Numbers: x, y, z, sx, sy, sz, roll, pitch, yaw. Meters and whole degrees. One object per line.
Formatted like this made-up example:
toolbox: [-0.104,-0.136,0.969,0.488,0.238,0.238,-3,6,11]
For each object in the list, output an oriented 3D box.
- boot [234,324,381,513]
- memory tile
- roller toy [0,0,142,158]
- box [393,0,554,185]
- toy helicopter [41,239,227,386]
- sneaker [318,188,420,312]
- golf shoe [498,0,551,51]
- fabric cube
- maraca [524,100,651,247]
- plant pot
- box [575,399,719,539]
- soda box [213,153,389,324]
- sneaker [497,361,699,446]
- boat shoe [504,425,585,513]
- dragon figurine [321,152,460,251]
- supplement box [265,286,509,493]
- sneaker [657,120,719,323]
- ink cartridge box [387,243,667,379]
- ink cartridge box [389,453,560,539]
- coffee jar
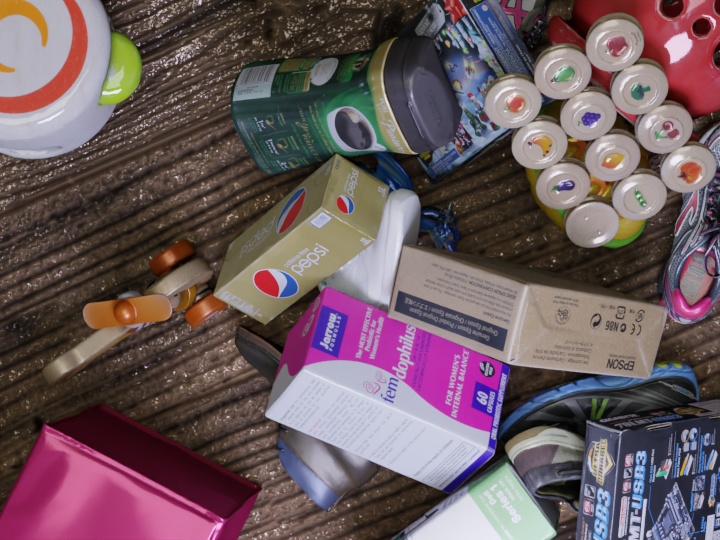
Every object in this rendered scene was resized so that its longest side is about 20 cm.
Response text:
boot: [-0.067,0.147,1.577,0.200,0.075,0.097,41,93,2]
memory tile: [0.211,-0.118,1.404,0.153,0.017,0.200,-28,122,16]
roller toy: [-0.327,-0.208,1.564,0.182,0.140,0.200,-38,85,-5]
box: [0.088,-0.175,1.495,0.040,0.200,0.137,-29,87,-28]
toy helicopter: [-0.229,0.052,1.563,0.200,0.132,0.079,-35,88,6]
sneaker: [0.000,0.000,1.527,0.088,0.075,0.200,21,130,9]
golf shoe: [0.144,-0.262,1.547,0.092,0.073,0.200,34,85,11]
fabric cube: [-0.235,0.267,1.536,0.196,0.200,0.200,28,94,6]
maraca: [0.206,-0.114,1.518,0.107,0.137,0.200,-33,83,43]
plant pot: [0.283,-0.228,1.470,0.200,0.200,0.183,42,103,4]
box: [0.280,0.228,1.483,0.050,0.198,0.201,13,103,50]
soda box: [-0.058,-0.026,1.512,0.064,0.200,0.068,31,51,-21]
sneaker: [0.230,0.143,1.544,0.199,0.071,0.083,-13,84,4]
boat shoe: [0.216,0.199,1.498,0.072,0.200,0.066,-35,50,36]
dragon figurine: [0.017,-0.085,1.568,0.099,0.059,0.200,-34,88,6]
supplement box: [0.026,0.114,1.508,0.199,0.103,0.101,23,53,-12]
sneaker: [0.341,-0.044,1.525,0.080,0.075,0.201,14,92,6]
ink cartridge box: [0.152,0.038,1.460,0.165,0.200,0.075,18,97,49]
ink cartridge box: [0.087,0.266,1.526,0.200,0.146,0.084,-37,84,6]
coffee jar: [-0.011,-0.151,1.462,0.199,0.085,0.104,-5,133,26]
